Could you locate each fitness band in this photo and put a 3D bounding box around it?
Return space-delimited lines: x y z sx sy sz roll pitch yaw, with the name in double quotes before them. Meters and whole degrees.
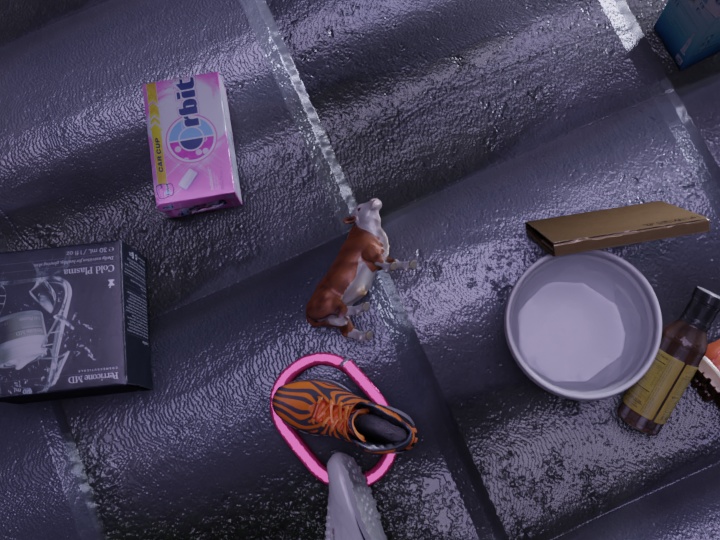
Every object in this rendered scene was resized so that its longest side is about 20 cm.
"fitness band" -0.034 0.204 1.159 0.144 0.037 0.200 -40 78 -6

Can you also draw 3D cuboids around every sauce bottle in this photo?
"sauce bottle" 0.410 0.117 1.108 0.065 0.065 0.200 29 103 9

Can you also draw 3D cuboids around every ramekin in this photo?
"ramekin" 0.290 0.076 1.135 0.200 0.105 0.200 -1 78 3

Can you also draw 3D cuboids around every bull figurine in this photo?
"bull figurine" 0.000 0.000 1.179 0.121 0.065 0.200 27 87 42

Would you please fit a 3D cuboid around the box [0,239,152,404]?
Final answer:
"box" -0.402 0.074 1.164 0.200 0.124 0.197 -7 79 2

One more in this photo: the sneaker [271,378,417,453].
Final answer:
"sneaker" -0.023 0.183 1.088 0.200 0.112 0.078 12 80 7

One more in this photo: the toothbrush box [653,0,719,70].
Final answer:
"toothbrush box" 0.516 -0.385 1.176 0.146 0.200 0.085 -26 78 -2

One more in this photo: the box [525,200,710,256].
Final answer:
"box" 0.337 -0.059 1.139 0.200 0.163 0.021 -9 103 1

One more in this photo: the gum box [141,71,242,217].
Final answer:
"gum box" -0.244 -0.178 1.238 0.113 0.066 0.200 -10 78 0

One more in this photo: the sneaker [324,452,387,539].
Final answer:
"sneaker" -0.016 0.336 1.097 0.080 0.076 0.200 -16 91 17

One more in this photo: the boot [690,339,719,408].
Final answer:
"boot" 0.531 0.173 1.121 0.107 0.075 0.200 -31 77 -9
